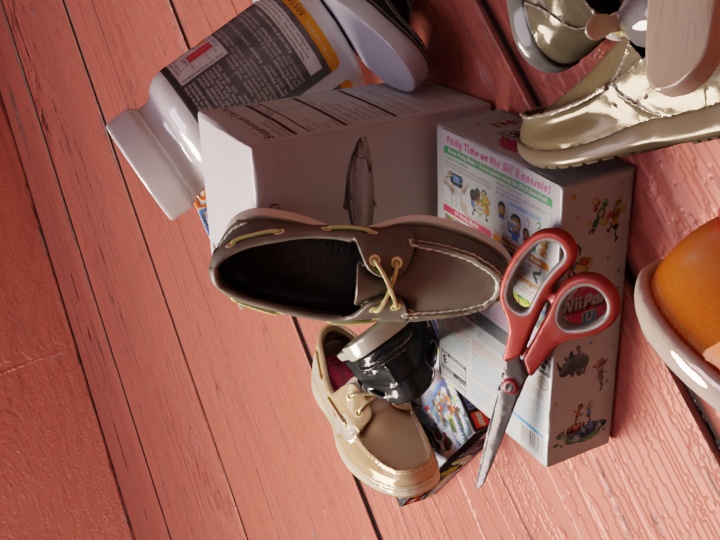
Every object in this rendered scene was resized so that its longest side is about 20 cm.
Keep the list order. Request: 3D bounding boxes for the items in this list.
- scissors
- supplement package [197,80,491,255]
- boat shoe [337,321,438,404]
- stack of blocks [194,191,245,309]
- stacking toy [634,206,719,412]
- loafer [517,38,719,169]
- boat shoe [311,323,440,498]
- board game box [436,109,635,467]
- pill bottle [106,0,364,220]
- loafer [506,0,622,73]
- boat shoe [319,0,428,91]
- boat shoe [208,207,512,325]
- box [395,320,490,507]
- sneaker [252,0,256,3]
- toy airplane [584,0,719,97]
[{"bbox_3d":[0.097,0.060,0.703,0.073,0.014,0.201,37,127,10],"label":"scissors"},{"bbox_3d":[-0.011,-0.068,0.824,0.117,0.197,0.119,35,133,55],"label":"supplement package"},{"bbox_3d":[0.029,0.069,0.830,0.067,0.074,0.199,55,175,3],"label":"boat shoe"},{"bbox_3d":[-0.108,-0.079,1.062,0.059,0.114,0.202,-128,15,-62],"label":"stack of blocks"},{"bbox_3d":[0.223,-0.028,0.466,0.147,0.144,0.202,52,128,42],"label":"stacking toy"},{"bbox_3d":[0.160,-0.100,0.597,0.199,0.075,0.069,-6,96,56],"label":"loafer"},{"bbox_3d":[0.005,0.115,0.937,0.200,0.073,0.070,45,147,51],"label":"boat shoe"},{"bbox_3d":[0.114,0.008,0.755,0.147,0.063,0.203,38,136,53],"label":"board game box"},{"bbox_3d":[-0.103,-0.139,0.896,0.117,0.199,0.116,54,175,7],"label":"pill bottle"},{"bbox_3d":[0.117,-0.224,0.640,0.069,0.074,0.204,-5,102,54],"label":"loafer"},{"bbox_3d":[0.010,-0.214,0.867,0.200,0.067,0.072,51,174,46],"label":"boat shoe"},{"bbox_3d":[0.000,0.003,0.704,0.060,0.198,0.073,-67,-18,-65],"label":"boat shoe"},{"bbox_3d":[0.054,0.113,0.965,0.139,0.039,0.201,68,154,22],"label":"box"},{"bbox_3d":[-0.050,-0.198,1.002,0.113,0.070,0.202,-123,23,-45],"label":"sneaker"},{"bbox_3d":[0.152,-0.208,0.506,0.200,0.141,0.200,-47,58,11],"label":"toy airplane"}]
